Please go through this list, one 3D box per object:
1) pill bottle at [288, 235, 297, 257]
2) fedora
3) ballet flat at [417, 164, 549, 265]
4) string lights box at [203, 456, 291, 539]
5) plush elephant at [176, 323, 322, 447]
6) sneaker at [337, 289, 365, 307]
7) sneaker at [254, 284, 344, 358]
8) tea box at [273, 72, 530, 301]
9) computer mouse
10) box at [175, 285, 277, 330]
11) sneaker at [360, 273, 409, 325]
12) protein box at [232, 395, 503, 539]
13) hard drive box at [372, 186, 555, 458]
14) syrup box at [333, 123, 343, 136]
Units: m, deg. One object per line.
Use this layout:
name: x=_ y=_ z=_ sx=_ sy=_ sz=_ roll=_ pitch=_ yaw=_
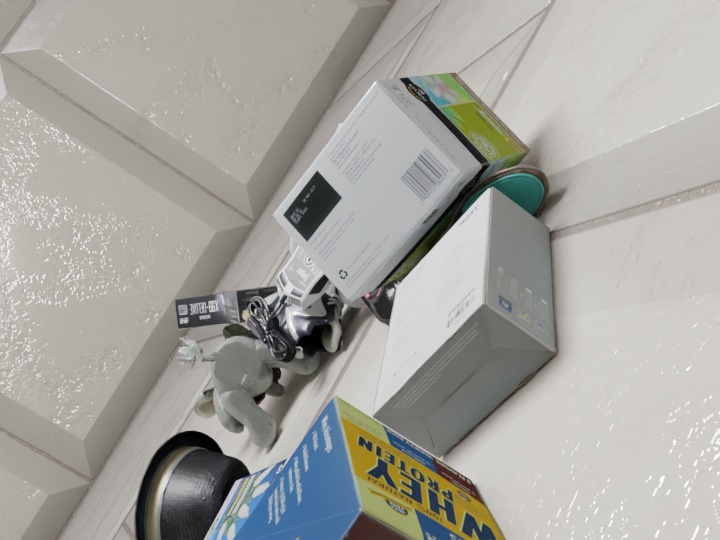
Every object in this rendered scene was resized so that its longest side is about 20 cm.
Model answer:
pill bottle: x=-0.055 y=-0.043 z=1.548 sx=0.106 sy=0.106 sz=0.200 roll=-56 pitch=1 yaw=3
fedora: x=-0.192 y=0.300 z=1.200 sx=0.092 sy=0.201 sz=0.201 roll=-7 pitch=41 yaw=30
ballet flat: x=0.127 y=-0.054 z=1.018 sx=0.200 sy=0.068 sz=0.067 roll=-44 pitch=9 yaw=38
string lights box: x=-0.104 y=0.276 z=1.070 sx=0.200 sy=0.059 sz=0.103 roll=-37 pitch=21 yaw=56
plush elephant: x=-0.172 y=0.158 z=1.437 sx=0.155 sy=0.200 sz=0.165 roll=84 pitch=-150 yaw=-80
sneaker: x=0.041 y=-0.033 z=1.262 sx=0.200 sy=0.075 sz=0.115 roll=-53 pitch=10 yaw=1
sneaker: x=-0.038 y=0.058 z=1.364 sx=0.199 sy=0.130 sz=0.080 roll=-25 pitch=-44 yaw=-25
tea box: x=0.048 y=-0.097 z=1.054 sx=0.200 sy=0.134 sz=0.197 roll=-49 pitch=-12 yaw=31
computer mouse: x=-0.075 y=0.019 z=1.302 sx=0.200 sy=0.044 sz=0.110 roll=-52 pitch=54 yaw=10
box: x=-0.156 y=0.051 z=1.478 sx=0.158 sy=0.200 sz=0.050 roll=-8 pitch=89 yaw=45
sneaker: x=0.000 y=0.000 z=1.168 sx=0.079 sy=0.095 sz=0.200 roll=-61 pitch=39 yaw=21
protein box: x=-0.012 y=0.228 z=0.654 sx=0.200 sy=0.135 sz=0.199 roll=-55 pitch=12 yaw=6
hard drive box: x=0.094 y=0.041 z=0.865 sx=0.156 sy=0.077 sz=0.200 roll=-49 pitch=15 yaw=31
syrup box: x=0.035 y=-0.157 z=1.407 sx=0.200 sy=0.081 sz=0.079 roll=17 pitch=80 yaw=53
